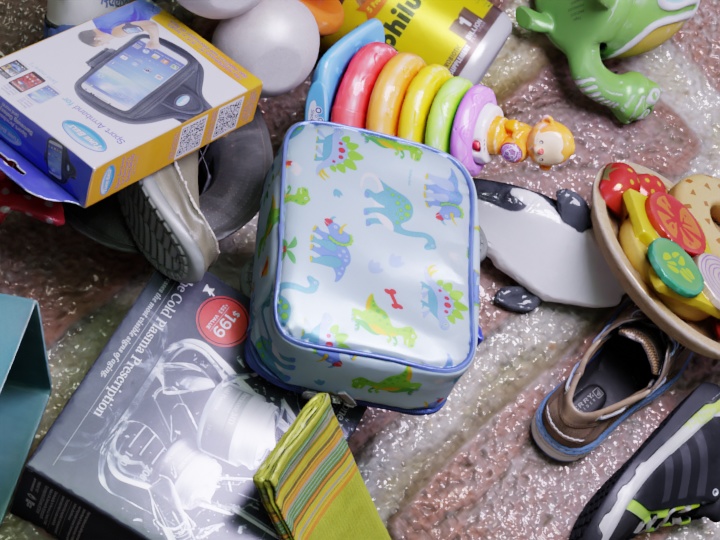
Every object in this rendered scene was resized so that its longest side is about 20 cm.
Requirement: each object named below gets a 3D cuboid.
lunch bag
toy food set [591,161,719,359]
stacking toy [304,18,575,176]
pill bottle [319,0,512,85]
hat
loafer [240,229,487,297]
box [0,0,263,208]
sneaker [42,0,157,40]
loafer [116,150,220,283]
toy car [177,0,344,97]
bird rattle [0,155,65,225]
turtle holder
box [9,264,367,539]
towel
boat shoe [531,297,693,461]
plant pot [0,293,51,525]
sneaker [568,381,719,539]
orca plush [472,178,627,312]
[{"bbox_3d":[0.006,0.000,1.389,0.160,0.083,0.201,11,55,-14],"label":"lunch bag"},{"bbox_3d":[0.261,-0.010,1.544,0.199,0.049,0.199,22,39,-35],"label":"toy food set"},{"bbox_3d":[0.066,-0.108,1.478,0.199,0.117,0.110,14,33,23],"label":"stacking toy"},{"bbox_3d":[0.015,-0.210,1.587,0.200,0.109,0.109,33,60,1],"label":"pill bottle"},{"bbox_3d":[-0.160,-0.080,1.485,0.200,0.081,0.201,5,58,-7],"label":"hat"},{"bbox_3d":[0.000,0.000,1.496,0.199,0.070,0.075,-13,62,-17],"label":"loafer"},{"bbox_3d":[-0.174,-0.115,1.344,0.119,0.042,0.200,37,40,19],"label":"box"},{"bbox_3d":[-0.196,-0.245,1.496,0.080,0.116,0.200,5,34,-1],"label":"sneaker"},{"bbox_3d":[-0.143,-0.080,1.394,0.069,0.075,0.200,-19,62,-21],"label":"loafer"},{"bbox_3d":[-0.073,-0.242,1.455,0.150,0.200,0.175,-28,45,2],"label":"toy car"},{"bbox_3d":[-0.308,-0.068,1.400,0.200,0.113,0.163,-39,40,-2],"label":"bird rattle"},{"bbox_3d":[0.222,-0.235,1.645,0.131,0.141,0.186,7,53,-32],"label":"turtle holder"},{"bbox_3d":[-0.115,0.123,1.390,0.182,0.104,0.200,31,60,-1],"label":"box"},{"bbox_3d":[-0.013,0.184,1.357,0.018,0.201,0.086,7,45,36],"label":"towel"},{"bbox_3d":[0.215,0.069,1.530,0.072,0.072,0.200,40,59,6],"label":"boat shoe"},{"bbox_3d":[-0.329,0.084,1.327,0.199,0.141,0.142,16,61,4],"label":"plant pot"},{"bbox_3d":[0.241,0.165,1.494,0.083,0.072,0.200,45,61,6],"label":"sneaker"},{"bbox_3d":[0.119,-0.028,1.573,0.199,0.071,0.106,10,107,-1],"label":"orca plush"}]
